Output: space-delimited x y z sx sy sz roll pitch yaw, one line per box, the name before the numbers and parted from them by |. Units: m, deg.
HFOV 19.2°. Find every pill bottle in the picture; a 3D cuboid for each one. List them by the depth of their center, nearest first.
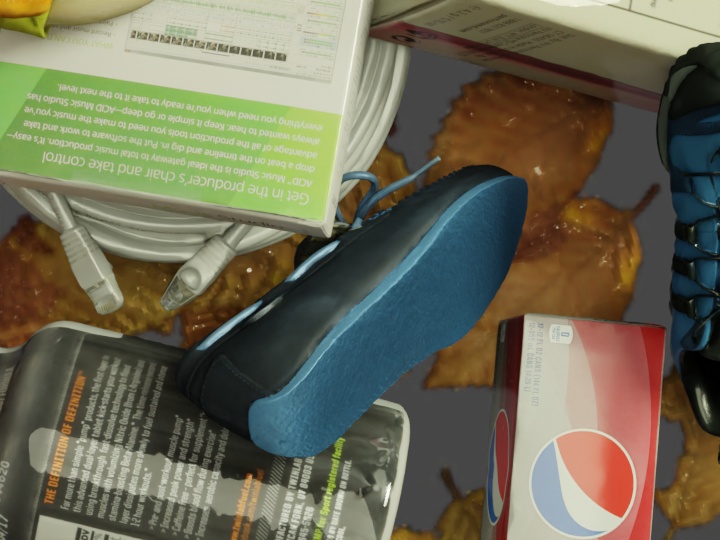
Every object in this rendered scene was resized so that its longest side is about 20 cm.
pill bottle | -0.087 0.082 0.877 0.200 0.106 0.106 15 86 -3

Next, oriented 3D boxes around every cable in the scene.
cable | -0.077 -0.102 0.908 0.200 0.069 0.200 -35 89 -6

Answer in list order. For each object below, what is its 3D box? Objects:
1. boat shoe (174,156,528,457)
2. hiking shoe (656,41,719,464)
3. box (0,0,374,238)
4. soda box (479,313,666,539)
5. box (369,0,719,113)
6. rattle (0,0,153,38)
boat shoe | 0.000 0.000 0.869 0.069 0.200 0.084 18 119 27
hiking shoe | 0.158 -0.008 0.852 0.074 0.200 0.087 -4 53 8
box | -0.064 -0.122 0.847 0.144 0.036 0.200 10 81 7
soda box | 0.086 0.120 0.906 0.063 0.070 0.200 5 86 -6
box | 0.116 -0.140 0.875 0.200 0.109 0.128 13 82 -22
rattle | -0.085 -0.180 0.769 0.200 0.143 0.130 -38 80 0
